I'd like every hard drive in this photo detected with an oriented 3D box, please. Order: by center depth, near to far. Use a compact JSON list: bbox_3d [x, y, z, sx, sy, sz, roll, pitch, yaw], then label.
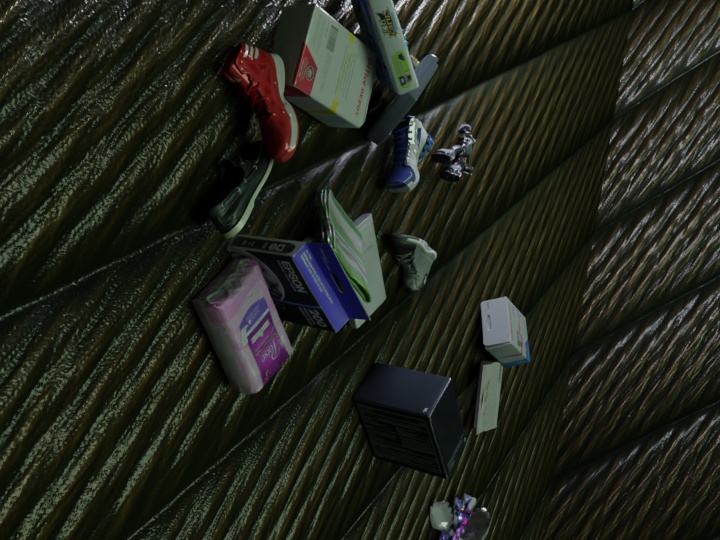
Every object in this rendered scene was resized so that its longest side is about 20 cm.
[{"bbox_3d":[0.000,0.000,1.613,0.132,0.026,0.204,-42,129,-47],"label":"hard drive"}]

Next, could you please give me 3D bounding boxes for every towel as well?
[{"bbox_3d":[-0.026,-0.050,1.431,0.150,0.030,0.202,51,17,-34],"label":"towel"}]

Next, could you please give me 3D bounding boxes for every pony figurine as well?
[{"bbox_3d":[0.271,0.701,2.094,0.200,0.163,0.197,-39,137,-67],"label":"pony figurine"}]

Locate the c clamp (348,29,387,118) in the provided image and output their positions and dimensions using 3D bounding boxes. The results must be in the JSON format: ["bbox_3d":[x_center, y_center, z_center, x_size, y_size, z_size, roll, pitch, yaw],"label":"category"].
[{"bbox_3d":[-0.018,-0.385,1.518,0.171,0.027,0.203,-46,134,-38],"label":"c clamp"}]

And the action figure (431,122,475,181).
[{"bbox_3d":[0.250,-0.292,1.926,0.200,0.068,0.132,-46,128,-49],"label":"action figure"}]

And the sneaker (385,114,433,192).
[{"bbox_3d":[0.092,-0.271,1.674,0.116,0.079,0.201,61,40,-39],"label":"sneaker"}]

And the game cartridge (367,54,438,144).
[{"bbox_3d":[0.081,-0.337,1.548,0.040,0.200,0.135,32,64,-9],"label":"game cartridge"}]

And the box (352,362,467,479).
[{"bbox_3d":[0.113,0.328,1.694,0.124,0.197,0.201,-52,137,-38],"label":"box"}]

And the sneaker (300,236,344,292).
[{"bbox_3d":[-0.046,0.018,1.481,0.067,0.089,0.201,-60,141,-31],"label":"sneaker"}]

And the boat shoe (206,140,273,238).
[{"bbox_3d":[-0.197,-0.147,1.224,0.066,0.074,0.202,42,51,-32],"label":"boat shoe"}]

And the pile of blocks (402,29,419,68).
[{"bbox_3d":[0.084,-0.468,1.609,0.063,0.081,0.202,-59,140,-33],"label":"pile of blocks"}]

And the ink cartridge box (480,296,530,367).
[{"bbox_3d":[0.426,0.182,2.251,0.200,0.083,0.147,36,46,-53],"label":"ink cartridge box"}]

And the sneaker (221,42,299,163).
[{"bbox_3d":[-0.170,-0.270,1.223,0.114,0.078,0.203,11,56,-48],"label":"sneaker"}]

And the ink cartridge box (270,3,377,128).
[{"bbox_3d":[-0.067,-0.357,1.366,0.199,0.082,0.148,22,80,-53],"label":"ink cartridge box"}]

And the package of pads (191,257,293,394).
[{"bbox_3d":[-0.193,0.093,1.272,0.121,0.075,0.203,-49,135,-39],"label":"package of pads"}]

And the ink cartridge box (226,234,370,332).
[{"bbox_3d":[-0.102,0.025,1.289,0.044,0.197,0.199,-61,141,-31],"label":"ink cartridge box"}]

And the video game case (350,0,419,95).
[{"bbox_3d":[0.040,-0.439,1.443,0.200,0.045,0.184,-117,-174,-65],"label":"video game case"}]

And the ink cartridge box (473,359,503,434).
[{"bbox_3d":[0.363,0.368,2.252,0.175,0.044,0.205,6,90,-60],"label":"ink cartridge box"}]

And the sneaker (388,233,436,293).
[{"bbox_3d":[0.116,-0.010,1.758,0.199,0.074,0.118,25,77,-58],"label":"sneaker"}]
